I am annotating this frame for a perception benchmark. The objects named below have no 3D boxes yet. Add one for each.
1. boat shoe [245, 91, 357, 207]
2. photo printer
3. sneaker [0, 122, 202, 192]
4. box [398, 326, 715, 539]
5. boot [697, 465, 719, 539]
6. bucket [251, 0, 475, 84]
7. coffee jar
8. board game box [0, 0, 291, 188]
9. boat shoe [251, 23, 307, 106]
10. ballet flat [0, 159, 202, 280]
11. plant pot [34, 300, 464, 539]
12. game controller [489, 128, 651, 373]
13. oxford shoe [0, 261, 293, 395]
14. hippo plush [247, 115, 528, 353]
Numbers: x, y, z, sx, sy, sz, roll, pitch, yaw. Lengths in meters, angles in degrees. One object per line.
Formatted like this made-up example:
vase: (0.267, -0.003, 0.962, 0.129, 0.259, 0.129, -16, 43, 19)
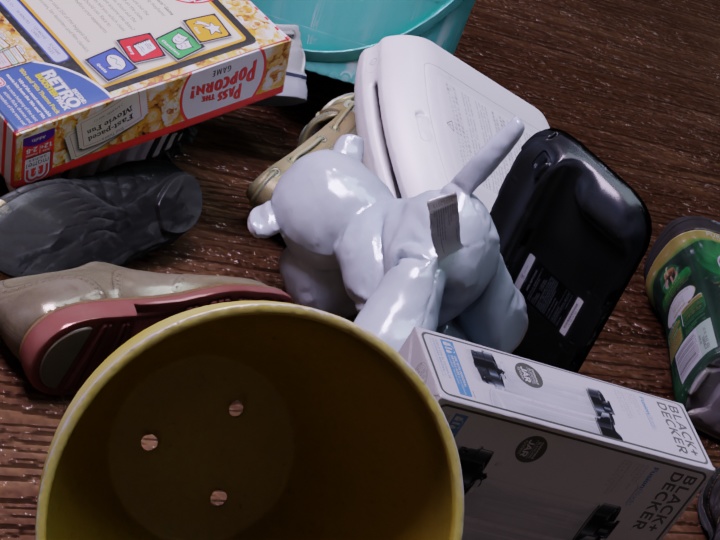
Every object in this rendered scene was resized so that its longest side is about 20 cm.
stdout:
boat shoe: (-0.028, -0.085, 1.360, 0.063, 0.073, 0.201, 34, 35, -6)
photo printer: (0.072, -0.068, 1.347, 0.199, 0.069, 0.168, 24, 48, -49)
sneaker: (-0.179, -0.101, 1.231, 0.090, 0.067, 0.200, 43, 31, 14)
box: (0.094, 0.116, 1.114, 0.199, 0.117, 0.060, 17, 31, -28)
boot: (0.289, 0.130, 1.229, 0.069, 0.175, 0.200, 32, 28, 1)
bucket: (-0.006, -0.222, 1.472, 0.205, 0.136, 0.207, 15, 10, -3)
coffee jar: (0.280, 0.043, 1.458, 0.104, 0.086, 0.201, 22, 30, -15)
board game box: (-0.166, -0.142, 1.181, 0.199, 0.047, 0.152, -23, 54, -31)
boat shoe: (-0.114, -0.166, 1.305, 0.201, 0.087, 0.074, 3, -5, -43)
ballet flat: (-0.170, -0.027, 1.153, 0.056, 0.067, 0.200, -1, 9, 32)
plant pot: (-0.065, 0.102, 0.922, 0.199, 0.201, 0.142, 23, 3, -18)
game controller: (0.119, 0.004, 1.238, 0.104, 0.201, 0.042, 37, 45, 15)
oxford shoe: (-0.122, 0.019, 1.096, 0.199, 0.071, 0.075, -1, 36, -48)
hippo plush: (0.000, 0.000, 1.180, 0.160, 0.201, 0.159, 25, 54, 30)
